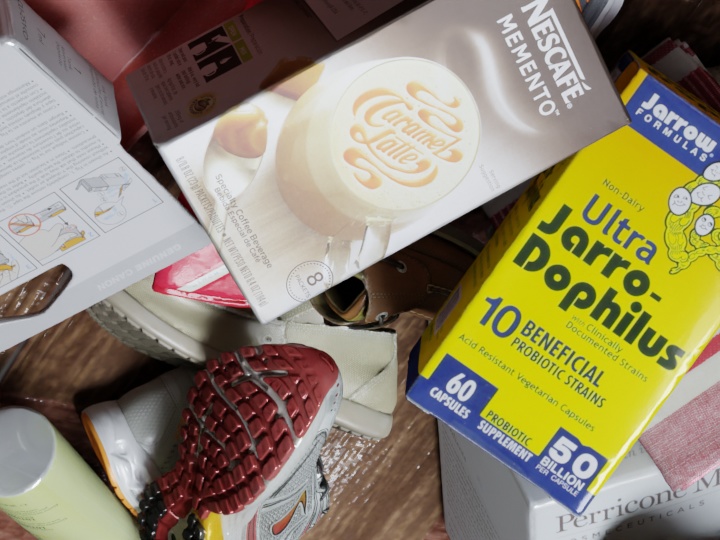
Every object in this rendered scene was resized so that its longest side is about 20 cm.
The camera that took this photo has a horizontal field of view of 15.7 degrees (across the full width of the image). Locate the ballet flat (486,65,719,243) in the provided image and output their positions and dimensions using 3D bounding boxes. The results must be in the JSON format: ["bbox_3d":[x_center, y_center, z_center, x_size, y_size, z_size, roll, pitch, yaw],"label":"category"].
[{"bbox_3d":[0.148,-0.059,1.425,0.200,0.069,0.069,-43,134,19],"label":"ballet flat"}]

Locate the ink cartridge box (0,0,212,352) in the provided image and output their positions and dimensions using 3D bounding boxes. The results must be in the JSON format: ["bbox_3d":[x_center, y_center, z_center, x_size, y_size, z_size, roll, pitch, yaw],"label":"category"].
[{"bbox_3d":[-0.199,-0.032,1.256,0.200,0.045,0.176,-27,139,17],"label":"ink cartridge box"}]

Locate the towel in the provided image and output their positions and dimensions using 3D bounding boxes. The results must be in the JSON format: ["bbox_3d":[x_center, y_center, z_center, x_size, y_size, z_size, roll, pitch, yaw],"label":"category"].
[{"bbox_3d":[0.168,-0.004,1.381,0.144,0.200,0.023,-36,172,13],"label":"towel"}]

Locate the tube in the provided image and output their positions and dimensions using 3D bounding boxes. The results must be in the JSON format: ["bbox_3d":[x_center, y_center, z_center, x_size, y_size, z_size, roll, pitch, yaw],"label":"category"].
[{"bbox_3d":[-0.159,0.131,1.430,0.052,0.058,0.200,-35,156,-3],"label":"tube"}]

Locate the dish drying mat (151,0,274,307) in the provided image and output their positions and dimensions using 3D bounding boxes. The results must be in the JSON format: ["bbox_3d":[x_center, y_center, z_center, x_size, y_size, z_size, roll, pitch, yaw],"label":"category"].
[{"bbox_3d":[-0.038,-0.071,1.273,0.077,0.018,0.200,12,115,-22],"label":"dish drying mat"}]

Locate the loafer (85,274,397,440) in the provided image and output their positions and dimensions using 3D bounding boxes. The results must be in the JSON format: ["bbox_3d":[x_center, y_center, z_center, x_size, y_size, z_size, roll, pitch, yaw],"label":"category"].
[{"bbox_3d":[-0.062,0.029,1.408,0.200,0.076,0.068,26,80,-30],"label":"loafer"}]

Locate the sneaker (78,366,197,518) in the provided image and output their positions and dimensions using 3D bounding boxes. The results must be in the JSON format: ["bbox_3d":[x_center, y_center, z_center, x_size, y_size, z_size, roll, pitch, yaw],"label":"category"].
[{"bbox_3d":[-0.076,0.126,1.493,0.092,0.076,0.200,-32,138,1],"label":"sneaker"}]

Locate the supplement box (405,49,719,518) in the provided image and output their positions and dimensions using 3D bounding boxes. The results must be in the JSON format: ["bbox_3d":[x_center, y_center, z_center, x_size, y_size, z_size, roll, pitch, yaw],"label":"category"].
[{"bbox_3d":[0.122,0.004,1.312,0.109,0.110,0.200,34,99,-3],"label":"supplement box"}]

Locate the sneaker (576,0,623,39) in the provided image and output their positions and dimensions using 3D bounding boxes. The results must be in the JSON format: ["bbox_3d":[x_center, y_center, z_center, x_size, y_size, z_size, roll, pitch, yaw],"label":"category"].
[{"bbox_3d":[0.063,-0.136,1.297,0.112,0.078,0.200,-7,134,-20],"label":"sneaker"}]

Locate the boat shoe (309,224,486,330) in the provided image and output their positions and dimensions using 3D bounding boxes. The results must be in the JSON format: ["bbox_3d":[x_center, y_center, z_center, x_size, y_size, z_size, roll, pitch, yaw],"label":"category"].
[{"bbox_3d":[0.000,0.000,1.380,0.200,0.068,0.072,27,152,-26],"label":"boat shoe"}]

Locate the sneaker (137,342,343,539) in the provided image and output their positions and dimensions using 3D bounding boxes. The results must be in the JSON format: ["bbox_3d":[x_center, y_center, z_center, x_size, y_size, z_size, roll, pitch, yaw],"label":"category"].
[{"bbox_3d":[-0.052,0.099,1.383,0.082,0.078,0.200,-10,152,-31],"label":"sneaker"}]

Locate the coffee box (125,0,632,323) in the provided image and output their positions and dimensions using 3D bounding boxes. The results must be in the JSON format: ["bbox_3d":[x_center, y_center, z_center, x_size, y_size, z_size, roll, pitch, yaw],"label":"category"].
[{"bbox_3d":[0.008,-0.080,1.224,0.200,0.080,0.114,-29,123,1],"label":"coffee box"}]

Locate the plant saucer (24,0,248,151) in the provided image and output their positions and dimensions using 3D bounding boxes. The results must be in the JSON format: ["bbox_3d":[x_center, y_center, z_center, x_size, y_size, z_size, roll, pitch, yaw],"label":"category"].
[{"bbox_3d":[-0.147,-0.145,1.224,0.200,0.037,0.200,28,117,-40],"label":"plant saucer"}]

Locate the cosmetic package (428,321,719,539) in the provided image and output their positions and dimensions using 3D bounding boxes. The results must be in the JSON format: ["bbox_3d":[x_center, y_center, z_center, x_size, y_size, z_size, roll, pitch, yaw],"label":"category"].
[{"bbox_3d":[0.146,0.119,1.515,0.165,0.165,0.200,-17,136,-10],"label":"cosmetic package"}]
